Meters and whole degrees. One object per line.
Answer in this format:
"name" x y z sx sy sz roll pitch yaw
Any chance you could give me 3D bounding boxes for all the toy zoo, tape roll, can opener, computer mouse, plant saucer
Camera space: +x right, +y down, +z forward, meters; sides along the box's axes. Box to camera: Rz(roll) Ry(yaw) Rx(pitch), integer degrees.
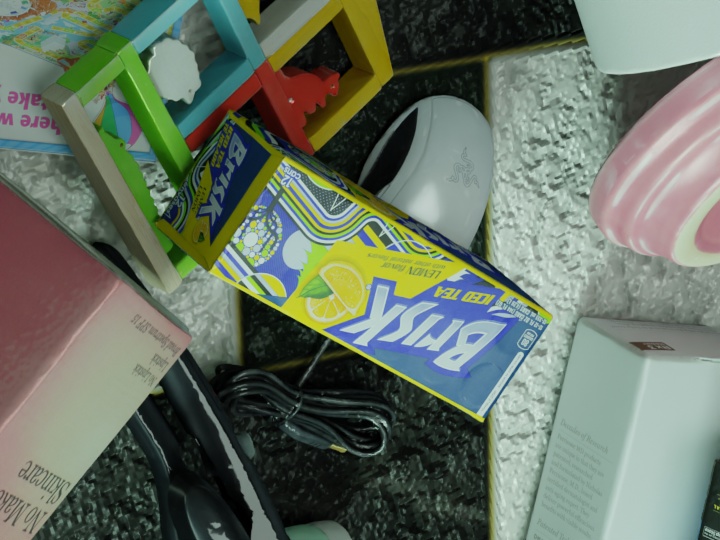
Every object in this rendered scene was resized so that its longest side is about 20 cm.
"toy zoo" -0.056 -0.101 1.418 0.200 0.020 0.132 -44 133 -20
"tape roll" 0.201 -0.164 1.449 0.201 0.202 0.071 -24 101 -18
"can opener" -0.092 0.077 1.454 0.063 0.079 0.201 -28 96 -24
"computer mouse" 0.011 0.002 1.504 0.109 0.044 0.201 27 94 -31
"plant saucer" 0.216 -0.065 1.515 0.200 0.051 0.201 -27 159 -11

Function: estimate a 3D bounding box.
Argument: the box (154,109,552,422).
"box" 0.000 0.000 1.430 0.199 0.064 0.070 29 98 -39

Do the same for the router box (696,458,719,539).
"router box" 0.247 0.155 1.618 0.200 0.051 0.150 -19 125 -54

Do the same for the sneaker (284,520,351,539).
"sneaker" -0.060 0.238 1.527 0.118 0.074 0.202 -6 97 -32

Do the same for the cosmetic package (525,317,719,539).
"cosmetic package" 0.155 0.131 1.607 0.101 0.074 0.201 5 104 -34

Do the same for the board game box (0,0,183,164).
"board game box" -0.180 -0.127 1.365 0.199 0.034 0.135 5 105 -29

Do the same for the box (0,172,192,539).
"box" -0.192 0.064 1.352 0.200 0.109 0.128 -52 162 -3
